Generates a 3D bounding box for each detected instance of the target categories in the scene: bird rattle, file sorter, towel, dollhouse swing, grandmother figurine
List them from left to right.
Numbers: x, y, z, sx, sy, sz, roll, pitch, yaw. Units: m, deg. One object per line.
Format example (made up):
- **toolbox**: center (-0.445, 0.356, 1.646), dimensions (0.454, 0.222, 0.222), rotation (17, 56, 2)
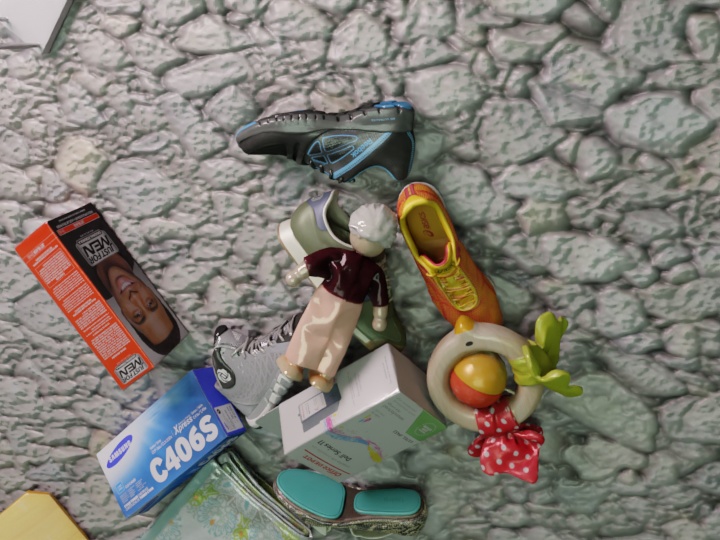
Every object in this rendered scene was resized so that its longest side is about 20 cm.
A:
- **file sorter**: center (-0.410, -0.345, 0.768), dimensions (0.199, 0.125, 0.140), rotation (38, 110, -2)
- **dollhouse swing**: center (-0.491, 0.430, 1.075), dimensions (0.201, 0.176, 0.181), rotation (52, 151, -8)
- **towel**: center (-0.178, 0.350, 0.978), dimensions (0.171, 0.048, 0.200), rotation (43, 111, -3)
- **grandmother figurine**: center (-0.021, 0.022, 0.773), dimensions (0.119, 0.061, 0.203), rotation (22, 102, -28)
- **bird rattle**: center (0.150, 0.128, 0.816), dimensions (0.160, 0.113, 0.202), rotation (24, 126, 1)

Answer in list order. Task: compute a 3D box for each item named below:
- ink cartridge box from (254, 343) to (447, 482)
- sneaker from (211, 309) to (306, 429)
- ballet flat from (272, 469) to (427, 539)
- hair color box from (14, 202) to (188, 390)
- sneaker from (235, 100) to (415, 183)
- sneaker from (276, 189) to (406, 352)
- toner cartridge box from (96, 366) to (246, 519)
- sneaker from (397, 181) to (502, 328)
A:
- **ink cartridge box**: center (-0.014, 0.177, 0.852), dimensions (0.198, 0.068, 0.117), rotation (-31, 136, 19)
- **sneaker**: center (-0.115, 0.087, 0.870), dimensions (0.115, 0.075, 0.202), rotation (36, 112, 1)
- **ballet flat**: center (-0.014, 0.303, 0.925), dimensions (0.195, 0.068, 0.077), rotation (6, 124, 7)
- **hair color box**: center (-0.301, 0.028, 0.875), dimensions (0.061, 0.102, 0.202), rotation (-31, 100, 19)
- **sneaker**: center (-0.038, -0.130, 0.786), dimensions (0.195, 0.073, 0.084), rotation (-1, 108, 12)
- **sneaker**: center (0.000, 0.000, 0.820), dimensions (0.090, 0.067, 0.201), rotation (-40, 93, 25)
- **toner cartridge box**: center (-0.242, 0.219, 0.936), dimensions (0.199, 0.043, 0.096), rotation (-41, 71, 20)
- **sneaker**: center (0.092, 0.003, 0.796), dimensions (0.072, 0.078, 0.202), rotation (-28, 109, 17)
